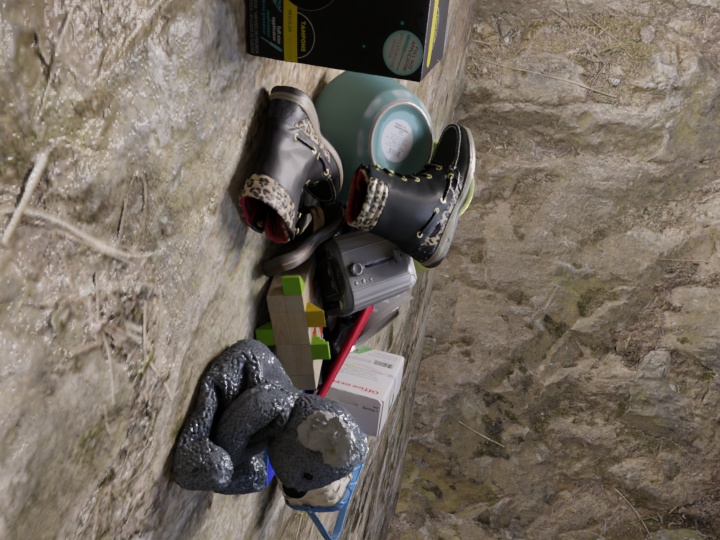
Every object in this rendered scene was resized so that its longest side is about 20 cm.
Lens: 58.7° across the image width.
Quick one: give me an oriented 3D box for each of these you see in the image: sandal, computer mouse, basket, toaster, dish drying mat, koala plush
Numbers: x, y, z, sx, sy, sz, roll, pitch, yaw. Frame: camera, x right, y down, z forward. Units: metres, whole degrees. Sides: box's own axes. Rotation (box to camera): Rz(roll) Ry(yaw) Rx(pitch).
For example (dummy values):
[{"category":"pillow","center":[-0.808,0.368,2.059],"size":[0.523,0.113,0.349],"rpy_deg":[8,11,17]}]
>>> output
[{"category":"sandal","center":[-0.082,-0.056,0.894],"size":[0.056,0.080,0.200],"rpy_deg":[61,37,-13]},{"category":"computer mouse","center":[-0.044,0.120,1.093],"size":[0.202,0.058,0.034],"rpy_deg":[-56,152,-4]},{"category":"basket","center":[-0.058,0.339,1.110],"size":[0.202,0.136,0.179],"rpy_deg":[59,38,-32]},{"category":"toaster","center":[0.000,0.000,0.968],"size":[0.200,0.126,0.117],"rpy_deg":[153,-80,-72]},{"category":"dish drying mat","center":[-0.033,0.144,1.044],"size":[0.203,0.018,0.077],"rpy_deg":[-61,177,-7]},{"category":"koala plush","center":[-0.086,0.189,0.757],"size":[0.178,0.194,0.189],"rpy_deg":[67,37,-68]},{"category":"sandal","center":[-0.057,0.093,1.048],"size":[0.076,0.047,0.205],"rpy_deg":[57,28,-47]}]

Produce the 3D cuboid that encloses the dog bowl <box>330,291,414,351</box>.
[{"category":"dog bowl","center":[0.009,0.091,1.203],"size":[0.198,0.059,0.200],"rpy_deg":[-36,170,-7]}]

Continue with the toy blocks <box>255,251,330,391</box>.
[{"category":"toy blocks","center":[-0.087,0.067,0.924],"size":[0.138,0.097,0.205],"rpy_deg":[-82,168,-62]}]

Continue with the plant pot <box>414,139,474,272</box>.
[{"category":"plant pot","center":[0.101,-0.101,1.167],"size":[0.186,0.194,0.204],"rpy_deg":[86,20,-56]}]

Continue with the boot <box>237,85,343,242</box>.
[{"category":"boot","center":[-0.083,-0.105,0.796],"size":[0.201,0.071,0.154],"rpy_deg":[70,33,-61]}]

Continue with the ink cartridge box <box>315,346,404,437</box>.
[{"category":"ink cartridge box","center":[-0.001,0.237,1.306],"size":[0.200,0.141,0.087],"rpy_deg":[-47,147,-67]}]

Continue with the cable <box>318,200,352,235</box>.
[{"category":"cable","center":[-0.023,-0.128,1.102],"size":[0.165,0.049,0.204],"rpy_deg":[83,21,-54]}]

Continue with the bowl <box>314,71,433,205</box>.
[{"category":"bowl","center":[0.031,-0.187,0.931],"size":[0.196,0.104,0.207],"rpy_deg":[-11,110,-33]}]

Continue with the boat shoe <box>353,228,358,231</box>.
[{"category":"boat shoe","center":[0.025,-0.143,1.252],"size":[0.072,0.070,0.206],"rpy_deg":[22,79,-77]}]

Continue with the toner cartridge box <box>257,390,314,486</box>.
[{"category":"toner cartridge box","center":[-0.121,0.222,0.984],"size":[0.201,0.042,0.098],"rpy_deg":[-56,153,-62]}]

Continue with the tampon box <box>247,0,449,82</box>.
[{"category":"tampon box","center":[-0.007,-0.301,0.677],"size":[0.127,0.194,0.154],"rpy_deg":[-57,155,-57]}]

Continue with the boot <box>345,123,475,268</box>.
[{"category":"boot","center":[0.070,-0.125,0.867],"size":[0.073,0.151,0.209],"rpy_deg":[1,-107,60]}]
